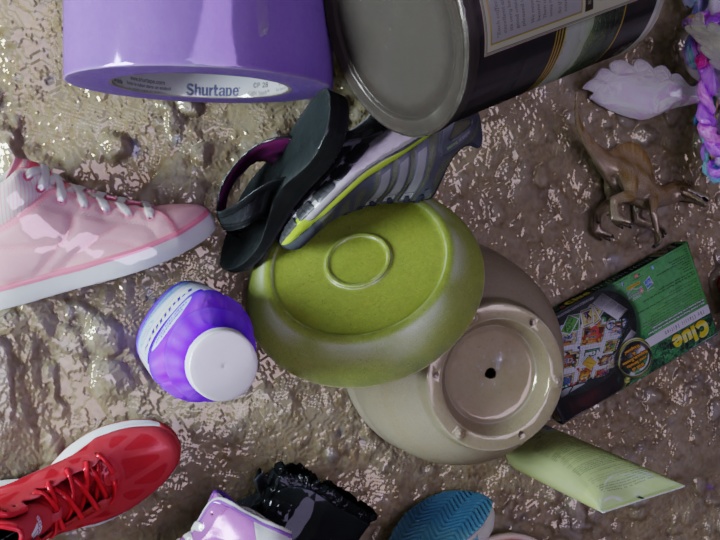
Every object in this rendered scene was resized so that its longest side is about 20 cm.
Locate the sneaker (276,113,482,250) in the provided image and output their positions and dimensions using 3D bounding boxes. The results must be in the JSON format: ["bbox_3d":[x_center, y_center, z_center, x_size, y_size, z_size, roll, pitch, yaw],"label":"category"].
[{"bbox_3d":[0.017,-0.076,0.759,0.199,0.074,0.081,-37,124,8],"label":"sneaker"}]

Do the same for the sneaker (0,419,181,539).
[{"bbox_3d":[-0.224,0.183,0.730,0.198,0.115,0.079,-25,101,-16],"label":"sneaker"}]

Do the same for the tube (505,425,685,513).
[{"bbox_3d":[0.190,0.175,0.834,0.052,0.200,0.058,39,80,-15],"label":"tube"}]

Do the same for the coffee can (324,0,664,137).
[{"bbox_3d":[0.095,-0.194,0.663,0.198,0.146,0.148,-25,102,-30],"label":"coffee can"}]

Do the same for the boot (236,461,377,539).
[{"bbox_3d":[-0.040,0.272,0.826,0.197,0.073,0.164,33,82,-15],"label":"boot"}]

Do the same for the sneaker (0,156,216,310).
[{"bbox_3d":[-0.216,-0.045,0.740,0.198,0.075,0.106,-17,104,-14],"label":"sneaker"}]

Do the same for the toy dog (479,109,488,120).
[{"bbox_3d":[0.060,-0.208,0.815,0.096,0.132,0.199,-45,117,11],"label":"toy dog"}]

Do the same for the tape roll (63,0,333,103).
[{"bbox_3d":[-0.117,-0.177,0.703,0.197,0.200,0.086,0,94,-19],"label":"tape roll"}]

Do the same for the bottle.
[{"bbox_3d":[-0.121,0.056,0.715,0.065,0.200,0.084,38,83,-17],"label":"bottle"}]

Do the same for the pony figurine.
[{"bbox_3d":[0.333,-0.195,0.904,0.192,0.166,0.202,29,68,-26],"label":"pony figurine"}]

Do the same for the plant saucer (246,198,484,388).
[{"bbox_3d":[0.000,0.000,0.769,0.199,0.200,0.031,-35,143,-14],"label":"plant saucer"}]

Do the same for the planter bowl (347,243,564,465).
[{"bbox_3d":[0.092,0.078,0.817,0.197,0.135,0.203,-1,96,-13],"label":"planter bowl"}]

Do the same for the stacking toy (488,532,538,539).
[{"bbox_3d":[0.162,0.328,0.832,0.144,0.200,0.149,-1,94,-19],"label":"stacking toy"}]

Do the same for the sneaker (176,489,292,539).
[{"bbox_3d":[-0.140,0.236,0.763,0.198,0.073,0.116,-5,67,20],"label":"sneaker"}]

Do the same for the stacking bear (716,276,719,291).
[{"bbox_3d":[0.441,0.082,0.973,0.113,0.121,0.201,-35,94,-22],"label":"stacking bear"}]

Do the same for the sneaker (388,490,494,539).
[{"bbox_3d":[0.060,0.278,0.843,0.200,0.076,0.082,-46,128,-38],"label":"sneaker"}]

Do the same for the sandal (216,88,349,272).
[{"bbox_3d":[-0.075,-0.072,0.743,0.047,0.201,0.076,16,49,-25],"label":"sandal"}]

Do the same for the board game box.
[{"bbox_3d":[0.258,0.059,0.946,0.198,0.023,0.106,-25,99,-16],"label":"board game box"}]

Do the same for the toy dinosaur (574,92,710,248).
[{"bbox_3d":[0.253,-0.084,0.928,0.198,0.058,0.102,25,70,-27],"label":"toy dinosaur"}]
